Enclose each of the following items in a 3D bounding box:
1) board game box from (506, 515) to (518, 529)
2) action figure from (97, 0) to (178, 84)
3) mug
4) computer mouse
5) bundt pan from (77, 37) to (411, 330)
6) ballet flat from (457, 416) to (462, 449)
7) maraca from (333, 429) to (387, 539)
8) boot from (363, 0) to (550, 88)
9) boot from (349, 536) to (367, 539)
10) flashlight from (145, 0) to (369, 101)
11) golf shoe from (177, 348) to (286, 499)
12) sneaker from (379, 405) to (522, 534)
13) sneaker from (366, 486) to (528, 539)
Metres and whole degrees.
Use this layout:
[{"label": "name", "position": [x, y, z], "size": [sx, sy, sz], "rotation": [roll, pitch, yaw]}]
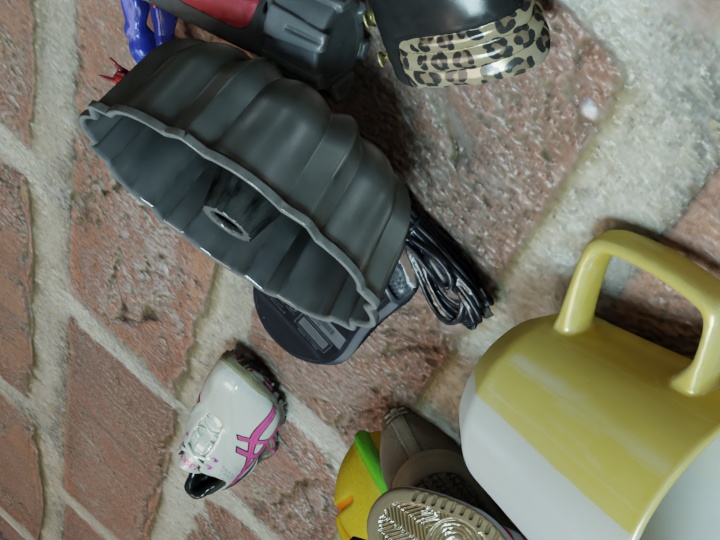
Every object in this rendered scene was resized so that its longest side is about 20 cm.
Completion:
[{"label": "board game box", "position": [0.171, 0.241, 1.116], "size": [0.165, 0.057, 0.200], "rotation": [32, 152, 32]}, {"label": "action figure", "position": [-0.127, -0.125, 1.025], "size": [0.065, 0.052, 0.200], "rotation": [19, 148, 38]}, {"label": "mug", "position": [0.144, 0.083, 0.855], "size": [0.153, 0.187, 0.149], "rotation": [36, -171, 39]}, {"label": "computer mouse", "position": [0.000, 0.000, 1.022], "size": [0.139, 0.053, 0.200], "rotation": [49, 144, -4]}, {"label": "bundt pan", "position": [-0.054, -0.054, 0.879], "size": [0.201, 0.076, 0.202], "rotation": [32, 164, 10]}, {"label": "ballet flat", "position": [0.150, 0.126, 0.976], "size": [0.200, 0.072, 0.072], "rotation": [30, 152, 35]}, {"label": "maraca", "position": [0.049, 0.204, 1.178], "size": [0.201, 0.107, 0.137], "rotation": [60, -178, -20]}, {"label": "boot", "position": [-0.003, -0.165, 0.736], "size": [0.199, 0.073, 0.151], "rotation": [11, 140, 43]}, {"label": "boot", "position": [0.080, 0.249, 0.956], "size": [0.199, 0.066, 0.165], "rotation": [25, -159, -34]}, {"label": "flashlight", "position": [-0.086, -0.166, 0.878], "size": [0.199, 0.068, 0.068], "rotation": [28, -176, 27]}, {"label": "golf shoe", "position": [-0.116, 0.142, 1.375], "size": [0.073, 0.092, 0.200], "rotation": [39, 154, 17]}, {"label": "sneaker", "position": [0.067, 0.164, 1.042], "size": [0.076, 0.070, 0.200], "rotation": [-115, 0, -48]}, {"label": "sneaker", "position": [0.101, 0.184, 0.957], "size": [0.199, 0.072, 0.112], "rotation": [28, -169, 8]}]
